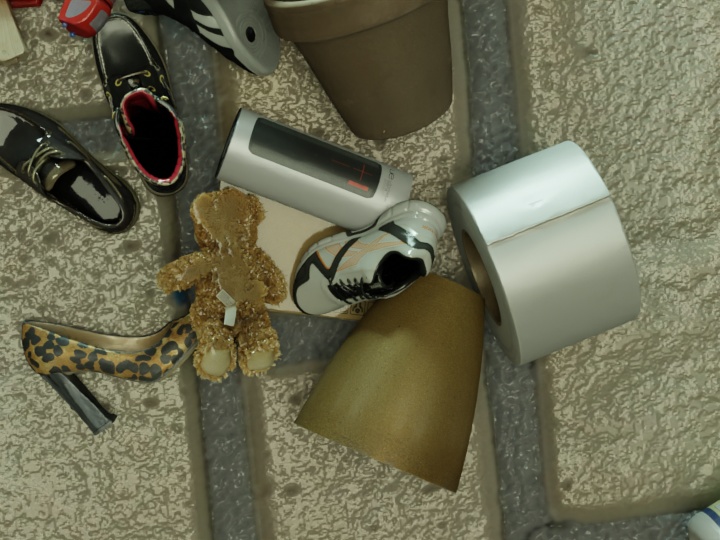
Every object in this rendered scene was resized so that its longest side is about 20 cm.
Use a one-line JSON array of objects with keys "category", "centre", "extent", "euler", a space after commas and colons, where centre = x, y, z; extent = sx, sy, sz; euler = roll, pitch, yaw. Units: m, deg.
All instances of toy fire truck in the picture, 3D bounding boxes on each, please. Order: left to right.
[{"category": "toy fire truck", "centre": [-0.361, -0.264, 1.633], "extent": [0.198, 0.049, 0.142], "euler": [20, 83, 9]}]

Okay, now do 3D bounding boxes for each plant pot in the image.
[{"category": "plant pot", "centre": [0.020, -0.238, 1.647], "extent": [0.199, 0.200, 0.176], "euler": [-23, 115, -4]}, {"category": "plant pot", "centre": [0.051, 0.105, 1.675], "extent": [0.185, 0.186, 0.201], "euler": [22, 85, -8]}]

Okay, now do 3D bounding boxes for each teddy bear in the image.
[{"category": "teddy bear", "centre": [-0.141, 0.017, 1.664], "extent": [0.144, 0.067, 0.201], "euler": [-24, 95, -21]}]

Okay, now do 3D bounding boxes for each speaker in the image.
[{"category": "speaker", "centre": [-0.047, -0.098, 1.667], "extent": [0.199, 0.081, 0.082], "euler": [21, 92, -8]}]

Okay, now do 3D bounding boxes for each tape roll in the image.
[{"category": "tape roll", "centre": [0.189, -0.018, 1.663], "extent": [0.138, 0.203, 0.204], "euler": [-21, 97, -4]}]

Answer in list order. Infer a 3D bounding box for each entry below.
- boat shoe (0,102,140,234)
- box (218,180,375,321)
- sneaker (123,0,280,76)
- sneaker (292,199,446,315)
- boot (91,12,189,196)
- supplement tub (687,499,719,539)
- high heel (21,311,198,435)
[{"category": "boat shoe", "centre": [-0.315, -0.110, 1.658], "extent": [0.199, 0.073, 0.075], "euler": [32, 90, -8]}, {"category": "box", "centre": [-0.060, -0.034, 1.721], "extent": [0.198, 0.021, 0.165], "euler": [6, 94, -7]}, {"category": "sneaker", "centre": [-0.176, -0.277, 1.669], "extent": [0.200, 0.111, 0.073], "euler": [49, 48, -36]}, {"category": "sneaker", "centre": [0.000, 0.000, 1.641], "extent": [0.074, 0.080, 0.199], "euler": [38, 130, -26]}, {"category": "boot", "centre": [-0.225, -0.172, 1.625], "extent": [0.073, 0.151, 0.202], "euler": [-16, 95, -5]}, {"category": "supplement tub", "centre": [0.477, 0.286, 1.750], "extent": [0.199, 0.145, 0.146], "euler": [-32, 98, -3]}, {"category": "high heel", "centre": [-0.255, 0.060, 1.682], "extent": [0.200, 0.071, 0.143], "euler": [-40, 97, 1]}]
